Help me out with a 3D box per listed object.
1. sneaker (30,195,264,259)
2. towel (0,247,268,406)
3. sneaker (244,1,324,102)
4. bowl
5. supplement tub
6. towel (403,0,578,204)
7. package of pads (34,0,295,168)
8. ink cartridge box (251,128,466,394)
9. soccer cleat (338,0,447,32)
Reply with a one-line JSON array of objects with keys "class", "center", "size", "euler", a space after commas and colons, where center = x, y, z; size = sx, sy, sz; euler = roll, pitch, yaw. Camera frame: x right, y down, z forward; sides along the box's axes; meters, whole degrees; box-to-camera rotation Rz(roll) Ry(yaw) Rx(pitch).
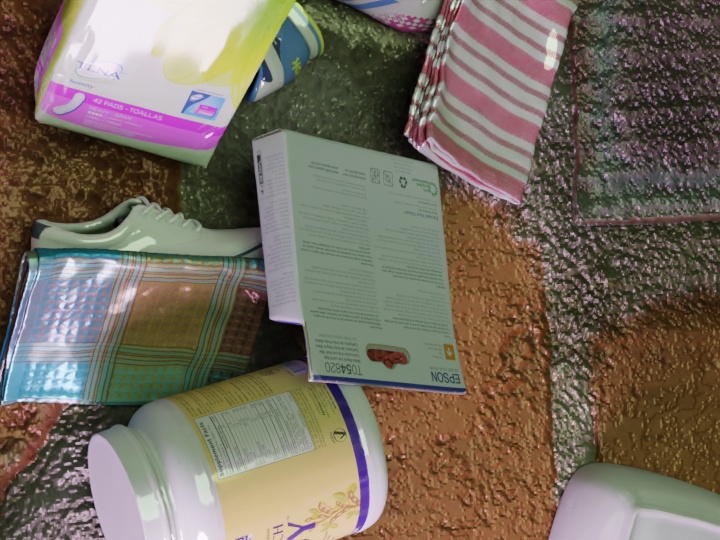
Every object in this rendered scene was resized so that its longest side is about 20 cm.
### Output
[{"class": "sneaker", "center": [-0.160, -0.021, 1.548], "size": [0.200, 0.073, 0.071], "euler": [-9, 107, -22]}, {"class": "towel", "center": [-0.173, 0.047, 1.527], "size": [0.200, 0.022, 0.147], "euler": [3, 125, -23]}, {"class": "sneaker", "center": [-0.120, -0.219, 1.582], "size": [0.200, 0.074, 0.082], "euler": [44, 74, -14]}, {"class": "bowl", "center": [0.258, 0.276, 1.719], "size": [0.200, 0.075, 0.200], "euler": [18, 80, -20]}, {"class": "supplement tub", "center": [-0.095, 0.157, 1.533], "size": [0.200, 0.145, 0.146], "euler": [-16, 93, -23]}, {"class": "towel", "center": [0.116, -0.172, 1.679], "size": [0.146, 0.030, 0.200], "euler": [26, 77, -43]}, {"class": "package of pads", "center": [-0.153, -0.181, 1.504], "size": [0.154, 0.200, 0.068], "euler": [15, 41, -21]}, {"class": "ink cartridge box", "center": [0.000, 0.000, 1.578], "size": [0.199, 0.041, 0.200], "euler": [10, 69, -50]}, {"class": "soccer cleat", "center": [0.019, -0.243, 1.635], "size": [0.200, 0.086, 0.070], "euler": [11, 83, -23]}]
